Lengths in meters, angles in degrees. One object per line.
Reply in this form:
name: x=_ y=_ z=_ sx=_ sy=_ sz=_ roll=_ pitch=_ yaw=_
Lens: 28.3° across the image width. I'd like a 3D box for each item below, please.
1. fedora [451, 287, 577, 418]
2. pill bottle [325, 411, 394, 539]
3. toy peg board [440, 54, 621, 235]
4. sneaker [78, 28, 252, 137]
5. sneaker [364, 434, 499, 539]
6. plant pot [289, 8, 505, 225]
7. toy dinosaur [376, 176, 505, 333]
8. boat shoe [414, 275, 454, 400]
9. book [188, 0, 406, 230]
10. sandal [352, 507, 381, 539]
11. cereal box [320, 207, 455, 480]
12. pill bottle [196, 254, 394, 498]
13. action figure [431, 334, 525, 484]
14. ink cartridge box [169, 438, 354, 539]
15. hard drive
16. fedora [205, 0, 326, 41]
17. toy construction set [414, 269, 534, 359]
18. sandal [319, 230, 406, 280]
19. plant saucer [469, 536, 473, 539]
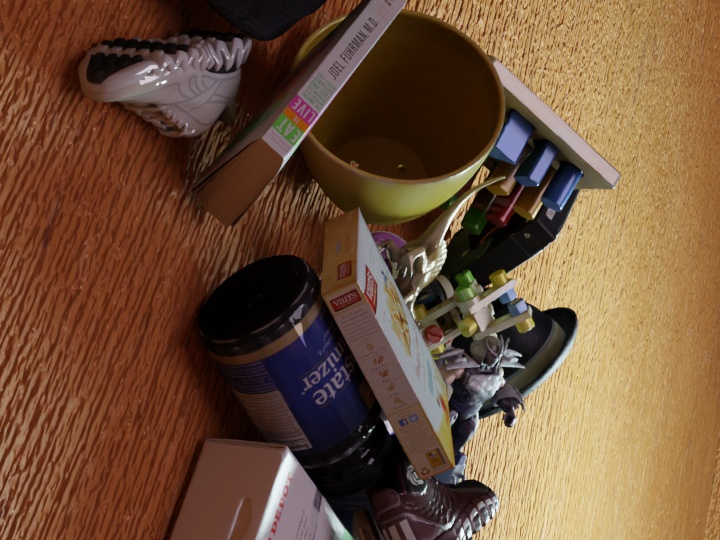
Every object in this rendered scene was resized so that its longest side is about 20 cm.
fedora: x=0.147 y=0.081 z=1.624 sx=0.092 sy=0.200 sz=0.201 roll=49 pitch=41 yaw=-15
pill bottle: x=0.000 y=0.170 z=1.368 sx=0.112 sy=0.111 sz=0.203 roll=-29 pitch=118 yaw=-61
toy peg board: x=0.127 y=-0.117 z=1.482 sx=0.199 sy=0.199 sz=0.098 roll=37 pitch=77 yaw=-25
sneaker: x=-0.143 y=-0.138 z=1.087 sx=0.200 sy=0.074 sz=0.082 roll=-24 pitch=123 yaw=-63
sneaker: x=0.061 y=0.195 z=1.307 sx=0.116 sy=0.075 sz=0.200 roll=62 pitch=20 yaw=1
plant pot: x=0.025 y=-0.123 z=1.344 sx=0.143 sy=0.198 sz=0.202 roll=103 pitch=5 yaw=-57
toy dinosaur: x=0.055 y=-0.013 z=1.343 sx=0.101 sy=0.058 sz=0.202 roll=-10 pitch=130 yaw=-50
boat shoe: x=0.063 y=0.105 z=1.579 sx=0.067 sy=0.072 sz=0.203 roll=-10 pitch=112 yaw=-27
book: x=-0.047 y=-0.138 z=1.176 sx=0.048 sy=0.133 sz=0.201 roll=41 pitch=56 yaw=-10
sandal: x=0.008 y=0.312 z=1.267 sx=0.080 sy=0.053 sz=0.203 roll=-120 pitch=-158 yaw=-75
cereal box: x=0.024 y=0.062 z=1.239 sx=0.144 sy=0.039 sz=0.201 roll=-90 pitch=156 yaw=-63
pill bottle: x=-0.048 y=0.095 z=1.220 sx=0.201 sy=0.111 sz=0.112 roll=61 pitch=38 yaw=-31
action figure: x=0.099 y=0.145 z=1.422 sx=0.129 sy=0.070 sz=0.201 roll=10 pitch=119 yaw=-31
ink cartridge box: x=-0.084 y=0.255 z=1.223 sx=0.201 sy=0.083 sz=0.147 roll=61 pitch=39 yaw=-50
hard drive: x=0.161 y=-0.037 z=1.618 sx=0.038 sy=0.199 sz=0.140 roll=45 pitch=41 yaw=-12
fedora: x=-0.087 y=-0.244 z=1.139 sx=0.092 sy=0.200 sz=0.200 roll=-55 pitch=157 yaw=10
toy construction set: x=0.069 y=0.063 z=1.464 sx=0.131 sy=0.198 sz=0.093 roll=-155 pitch=-129 yaw=-74
sandal: x=0.006 y=0.004 z=1.395 sx=0.203 sy=0.082 sz=0.050 roll=-45 pitch=164 yaw=-54
plant saucer: x=0.028 y=0.320 z=1.409 sx=0.032 sy=0.200 sz=0.200 roll=47 pitch=27 yaw=8
